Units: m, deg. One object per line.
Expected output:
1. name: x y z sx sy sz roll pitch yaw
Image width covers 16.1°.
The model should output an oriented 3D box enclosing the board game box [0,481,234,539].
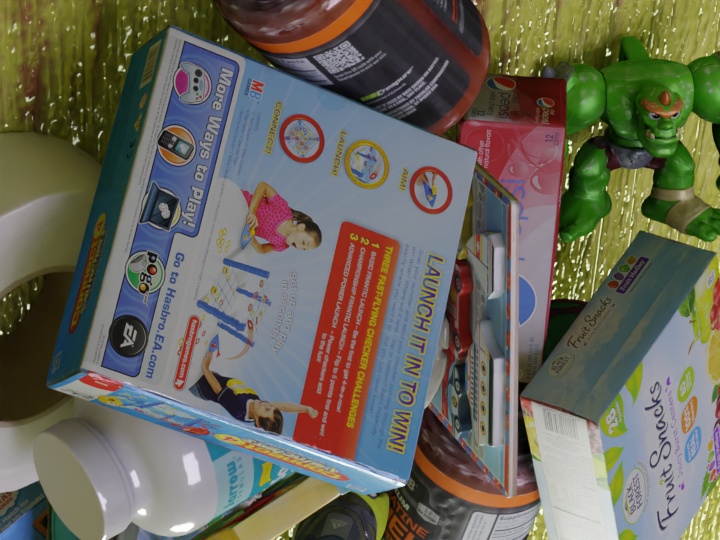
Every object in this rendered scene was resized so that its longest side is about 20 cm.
1. board game box: -0.167 0.160 1.602 0.200 0.037 0.151 -40 142 -11

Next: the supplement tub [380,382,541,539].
1. supplement tub: 0.073 0.150 1.763 0.107 0.107 0.200 -13 136 -38

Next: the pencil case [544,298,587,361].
1. pencil case: 0.160 0.109 1.848 0.092 0.085 0.200 -24 138 -5

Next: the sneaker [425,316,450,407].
1. sneaker: 0.000 0.000 1.604 0.083 0.081 0.201 -19 114 -15

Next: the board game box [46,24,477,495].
1. board game box: -0.050 -0.003 1.382 0.195 0.056 0.201 21 69 -22

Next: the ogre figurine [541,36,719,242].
1. ogre figurine: 0.183 -0.086 1.700 0.098 0.199 0.120 -75 168 -62

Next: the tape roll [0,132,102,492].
1. tape roll: -0.200 0.026 1.429 0.202 0.071 0.203 -27 138 -28

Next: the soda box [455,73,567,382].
1. soda box: 0.093 -0.026 1.649 0.070 0.064 0.201 4 125 3

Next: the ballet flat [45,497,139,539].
1. ballet flat: -0.161 0.182 1.542 0.064 0.067 0.200 -55 165 -46

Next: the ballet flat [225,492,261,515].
1. ballet flat: -0.077 0.048 1.558 0.072 0.072 0.201 19 79 -51

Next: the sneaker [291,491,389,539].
1. sneaker: -0.032 0.232 1.748 0.081 0.074 0.201 -67 168 -63

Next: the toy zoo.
1. toy zoo: -0.044 0.141 1.565 0.131 0.021 0.200 -32 179 -24

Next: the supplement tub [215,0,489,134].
1. supplement tub: -0.014 -0.154 1.423 0.107 0.107 0.200 -50 143 0

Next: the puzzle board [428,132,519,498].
1. puzzle board: 0.063 0.022 1.597 0.017 0.151 0.201 -9 116 -17

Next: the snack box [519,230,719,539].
1. snack box: 0.187 0.104 1.733 0.169 0.068 0.200 -50 143 -32

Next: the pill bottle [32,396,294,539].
1. pill bottle: -0.084 0.078 1.441 0.200 0.111 0.111 -29 138 -29
